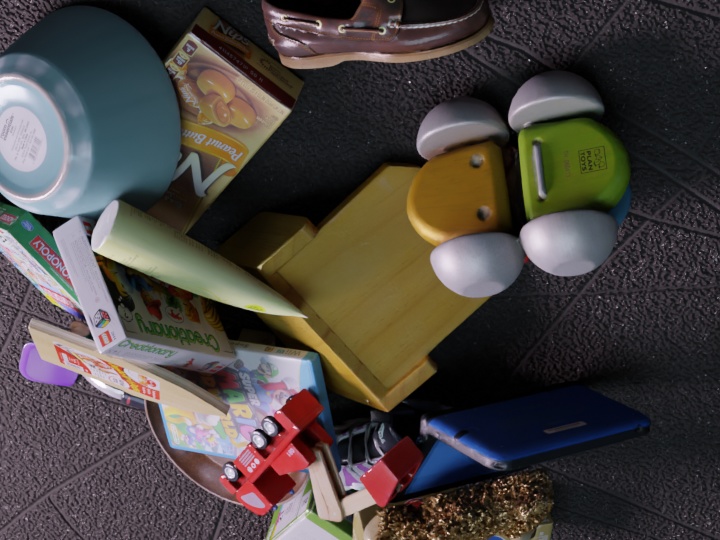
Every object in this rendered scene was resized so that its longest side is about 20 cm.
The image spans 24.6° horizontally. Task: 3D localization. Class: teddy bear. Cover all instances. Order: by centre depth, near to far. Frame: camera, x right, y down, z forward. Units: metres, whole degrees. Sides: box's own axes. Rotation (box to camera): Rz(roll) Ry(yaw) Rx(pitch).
[{"bbox_3d":[0.094,0.247,1.609,0.199,0.145,0.067,-13,84,-9],"label":"teddy bear"}]

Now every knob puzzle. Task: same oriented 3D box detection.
[{"bbox_3d":[-0.218,0.093,1.604,0.219,0.031,0.220,19,165,5],"label":"knob puzzle"}]

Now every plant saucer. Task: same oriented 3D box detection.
[{"bbox_3d":[-0.132,0.157,1.712,0.199,0.034,0.201,16,127,22],"label":"plant saucer"}]

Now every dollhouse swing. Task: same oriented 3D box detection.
[{"bbox_3d":[0.000,0.000,1.594,0.200,0.176,0.182,47,165,-22],"label":"dollhouse swing"}]

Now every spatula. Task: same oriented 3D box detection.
[{"bbox_3d":[-0.268,0.126,1.768,0.199,0.021,0.057,21,128,-3],"label":"spatula"}]

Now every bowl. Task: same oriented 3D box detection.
[{"bbox_3d":[-0.269,-0.129,1.469,0.200,0.105,0.202,10,111,29],"label":"bowl"}]

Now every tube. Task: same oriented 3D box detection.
[{"bbox_3d":[-0.144,0.001,1.482,0.199,0.058,0.052,26,122,-24],"label":"tube"}]

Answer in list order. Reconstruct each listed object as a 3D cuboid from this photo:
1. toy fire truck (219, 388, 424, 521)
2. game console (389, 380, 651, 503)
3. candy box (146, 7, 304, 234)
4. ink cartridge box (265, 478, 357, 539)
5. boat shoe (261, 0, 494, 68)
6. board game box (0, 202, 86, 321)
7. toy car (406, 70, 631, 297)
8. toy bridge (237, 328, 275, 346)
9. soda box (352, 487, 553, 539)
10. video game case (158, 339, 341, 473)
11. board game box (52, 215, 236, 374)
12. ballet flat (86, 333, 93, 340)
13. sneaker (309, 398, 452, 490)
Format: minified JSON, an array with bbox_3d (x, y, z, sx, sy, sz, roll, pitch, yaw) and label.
[{"bbox_3d":[-0.041,0.193,1.590,0.141,0.049,0.200,46,133,6],"label":"toy fire truck"},{"bbox_3d":[0.150,0.184,1.584,0.170,0.199,0.119,25,118,51],"label":"game console"},{"bbox_3d":[-0.156,-0.131,1.518,0.115,0.055,0.200,36,126,-12],"label":"candy box"},{"bbox_3d":[-0.046,0.325,1.830,0.148,0.076,0.200,36,128,-14],"label":"ink cartridge box"},{"bbox_3d":[0.011,-0.217,1.399,0.199,0.071,0.071,-5,130,18],"label":"boat shoe"},{"bbox_3d":[-0.307,-0.010,1.587,0.135,0.029,0.200,49,166,-21],"label":"board game box"},{"bbox_3d":[0.149,-0.064,1.445,0.199,0.176,0.150,-14,157,23],"label":"toy car"},{"bbox_3d":[-0.096,0.145,1.734,0.067,0.027,0.201,9,128,7],"label":"toy bridge"},{"bbox_3d":[0.095,0.271,1.714,0.199,0.068,0.064,-5,129,-11],"label":"soda box"},{"bbox_3d":[-0.120,0.132,1.652,0.199,0.018,0.144,7,124,27],"label":"video game case"},{"bbox_3d":[-0.198,0.026,1.537,0.035,0.200,0.127,-31,70,18],"label":"board game box"},{"bbox_3d":[-0.235,0.032,1.666,0.072,0.068,0.201,6,131,-16],"label":"ballet flat"},{"bbox_3d":[0.021,0.166,1.654,0.199,0.078,0.140,-14,159,14],"label":"sneaker"}]
